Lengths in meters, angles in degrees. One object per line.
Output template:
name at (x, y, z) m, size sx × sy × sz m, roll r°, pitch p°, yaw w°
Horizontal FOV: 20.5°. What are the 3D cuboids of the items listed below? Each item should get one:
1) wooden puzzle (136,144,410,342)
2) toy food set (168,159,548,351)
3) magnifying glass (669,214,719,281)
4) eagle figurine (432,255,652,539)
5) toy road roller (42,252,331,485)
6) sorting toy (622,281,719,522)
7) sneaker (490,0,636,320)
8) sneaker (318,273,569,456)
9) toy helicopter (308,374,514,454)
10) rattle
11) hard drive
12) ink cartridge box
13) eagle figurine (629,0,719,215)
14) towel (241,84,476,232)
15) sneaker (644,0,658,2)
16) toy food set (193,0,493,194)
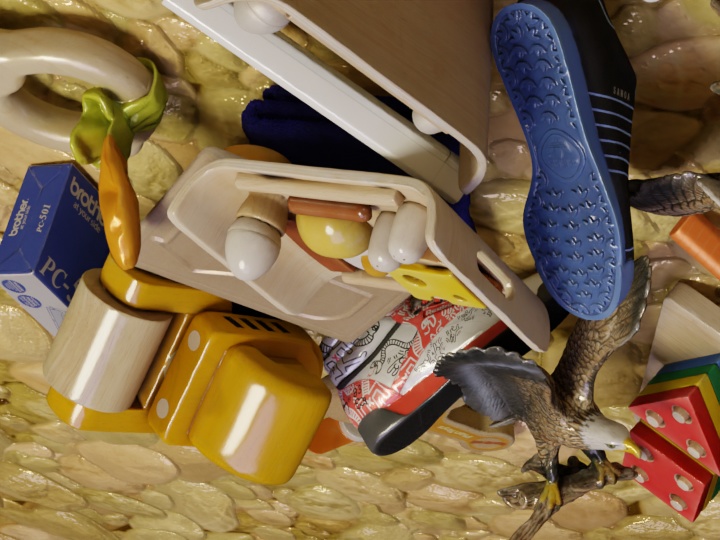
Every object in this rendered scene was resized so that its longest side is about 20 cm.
wooden puzzle at (-0.049, -0.023, 1.327) m, size 0.184 × 0.047 × 0.200 m, roll 21°, pitch 154°, yaw -19°
toy food set at (0.000, 0.000, 1.174) m, size 0.199 × 0.061 × 0.143 m, roll 9°, pitch 159°, yaw 38°
magnifying glass at (0.288, 0.033, 1.335) m, size 0.200 × 0.080 × 0.022 m, roll 41°, pitch 177°, yaw -6°
eagle figurine at (0.142, 0.085, 1.401) m, size 0.149 × 0.152 × 0.201 m, roll 1°, pitch 127°, yaw 22°
toy road roller at (-0.111, 0.076, 1.421) m, size 0.199 × 0.146 × 0.124 m, roll 8°, pitch 116°, yaw -43°
sorting toy at (0.279, 0.135, 1.450) m, size 0.199 × 0.070 × 0.199 m, roll 37°, pitch 156°, yaw 20°
sneaker at (0.132, -0.074, 1.151) m, size 0.070 × 0.078 × 0.202 m, roll 7°, pitch 120°, yaw 39°
sneaker at (0.059, 0.034, 1.450) m, size 0.201 × 0.108 × 0.067 m, roll -40°, pitch 155°, yaw 13°
toy helicopter at (0.043, 0.118, 1.600) m, size 0.199 × 0.080 × 0.132 m, roll 21°, pitch 145°, yaw -40°
rattle at (-0.233, -0.089, 1.290) m, size 0.198 × 0.144 × 0.130 m, roll 16°, pitch 169°, yaw -18°
hard drive at (-0.027, -0.111, 1.167) m, size 0.199 × 0.027 × 0.132 m, roll 34°, pitch -176°, yaw -9°
ink cartridge box at (-0.193, 0.015, 1.485) m, size 0.044 × 0.095 × 0.200 m, roll -1°, pitch 147°, yaw 29°
eagle figurine at (0.232, -0.042, 1.192) m, size 0.149 × 0.153 × 0.200 m, roll -1°, pitch 149°, yaw -21°
towel at (0.005, -0.055, 1.347) m, size 0.146 × 0.050 × 0.201 m, roll 3°, pitch 151°, yaw 10°
sneaker at (0.107, -0.180, 1.025) m, size 0.071 × 0.113 × 0.199 m, roll 30°, pitch 146°, yaw -28°
toy food set at (-0.002, -0.147, 1.086) m, size 0.060 × 0.145 × 0.199 m, roll -27°, pitch 133°, yaw 37°
